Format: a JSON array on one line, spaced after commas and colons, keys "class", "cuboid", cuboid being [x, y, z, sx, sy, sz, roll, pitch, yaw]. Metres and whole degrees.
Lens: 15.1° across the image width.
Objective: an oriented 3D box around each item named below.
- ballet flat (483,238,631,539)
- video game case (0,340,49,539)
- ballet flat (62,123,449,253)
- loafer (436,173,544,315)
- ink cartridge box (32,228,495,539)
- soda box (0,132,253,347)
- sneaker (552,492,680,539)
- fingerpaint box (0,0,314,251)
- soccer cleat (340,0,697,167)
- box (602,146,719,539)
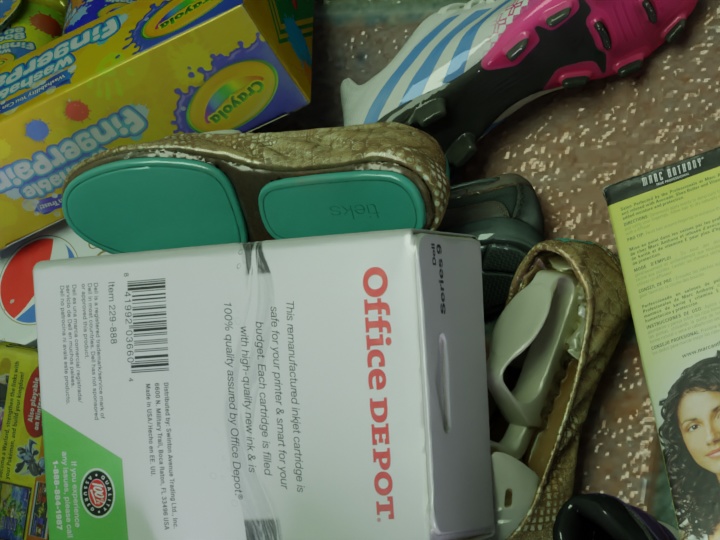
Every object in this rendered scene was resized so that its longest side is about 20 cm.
[{"class": "ballet flat", "cuboid": [0.072, 0.074, 1.297, 0.070, 0.065, 0.200, 5, 72, 39]}, {"class": "video game case", "cuboid": [-0.166, 0.140, 1.381, 0.181, 0.026, 0.200, 10, 92, 26]}, {"class": "ballet flat", "cuboid": [-0.048, -0.040, 1.341, 0.200, 0.071, 0.065, 2, 29, 20]}, {"class": "loafer", "cuboid": [0.000, 0.000, 1.381, 0.200, 0.072, 0.063, -12, 44, 15]}, {"class": "ink cartridge box", "cuboid": [-0.044, 0.060, 1.265, 0.200, 0.084, 0.146, -4, 87, 25]}, {"class": "soda box", "cuboid": [-0.127, 0.001, 1.441, 0.200, 0.064, 0.068, -27, 59, 14]}, {"class": "sneaker", "cuboid": [0.133, 0.190, 1.204, 0.076, 0.088, 0.200, -32, 57, 12]}, {"class": "fingerpaint box", "cuboid": [-0.127, -0.117, 1.447, 0.200, 0.073, 0.167, -24, 32, 17]}, {"class": "soccer cleat", "cuboid": [0.075, -0.119, 1.385, 0.200, 0.070, 0.086, -31, 42, 7]}, {"class": "box", "cuboid": [0.172, 0.043, 1.272, 0.075, 0.050, 0.200, -21, 60, 18]}]
